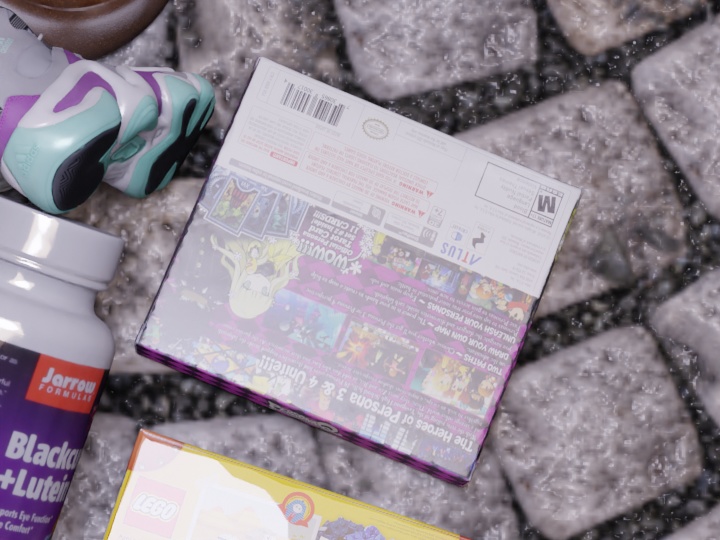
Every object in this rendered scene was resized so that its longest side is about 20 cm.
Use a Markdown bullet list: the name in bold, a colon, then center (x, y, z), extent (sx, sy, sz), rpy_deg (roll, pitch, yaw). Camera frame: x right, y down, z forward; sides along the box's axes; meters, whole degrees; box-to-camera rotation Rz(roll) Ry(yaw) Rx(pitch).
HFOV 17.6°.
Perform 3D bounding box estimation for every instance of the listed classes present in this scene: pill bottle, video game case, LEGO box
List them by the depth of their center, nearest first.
- **pill bottle**: center (-0.192, 0.065, 1.204), extent (0.111, 0.111, 0.200), rpy_deg (19, 91, -2)
- **LEGO box**: center (-0.045, 0.188, 1.230), extent (0.200, 0.077, 0.149), rpy_deg (18, 76, -2)
- **video game case**: center (0.000, 0.000, 1.299), extent (0.200, 0.036, 0.181), rpy_deg (22, 76, -1)

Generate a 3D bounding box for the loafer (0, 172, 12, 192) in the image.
- **loafer**: center (-0.271, -0.062, 1.240), extent (0.200, 0.070, 0.070), rpy_deg (-19, 119, -33)

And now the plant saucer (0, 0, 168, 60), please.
- **plant saucer**: center (-0.171, -0.213, 1.284), extent (0.200, 0.032, 0.200), rpy_deg (2, 87, -33)

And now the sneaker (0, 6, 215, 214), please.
- **sneaker**: center (-0.166, -0.101, 1.237), extent (0.140, 0.200, 0.078), rpy_deg (35, 104, 12)
